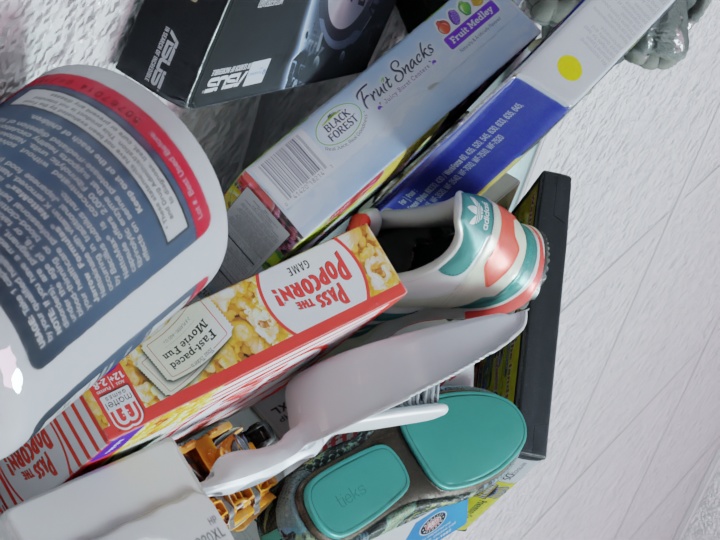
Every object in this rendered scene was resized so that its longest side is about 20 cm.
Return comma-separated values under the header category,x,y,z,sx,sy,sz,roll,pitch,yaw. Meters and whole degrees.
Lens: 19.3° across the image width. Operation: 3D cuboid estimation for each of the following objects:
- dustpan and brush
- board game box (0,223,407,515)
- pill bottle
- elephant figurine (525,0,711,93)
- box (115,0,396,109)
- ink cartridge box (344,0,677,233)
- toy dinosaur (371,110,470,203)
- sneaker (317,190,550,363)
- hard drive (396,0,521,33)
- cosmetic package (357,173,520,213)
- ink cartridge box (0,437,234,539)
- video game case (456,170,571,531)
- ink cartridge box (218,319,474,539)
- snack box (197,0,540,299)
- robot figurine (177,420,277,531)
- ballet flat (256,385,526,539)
category,x,y,z,sx,sy,sz,roll,pitch,yaw
dustpan and brush,-0.013,0.078,1.134,0.200,0.057,0.140,-9,166,-36
board game box,-0.092,0.056,1.100,0.200,0.046,0.151,-26,172,-37
pill bottle,-0.159,0.010,0.881,0.200,0.120,0.120,-43,157,-39
elephant figurine,0.169,-0.188,1.457,0.200,0.155,0.142,47,33,-82
box,-0.026,-0.168,1.056,0.200,0.044,0.160,-21,140,-63
ink cartridge box,0.092,-0.092,1.190,0.200,0.047,0.198,-47,-178,-27
toy dinosaur,0.049,-0.084,1.350,0.200,0.048,0.088,-17,174,-39
sneaker,0.000,0.000,1.189,0.093,0.200,0.070,38,43,-47
hard drive,0.070,-0.206,1.263,0.140,0.038,0.200,-56,162,-6
cosmetic package,0.030,0.016,1.473,0.105,0.071,0.200,-36,153,-50
ink cartridge box,-0.160,0.202,1.041,0.200,0.145,0.147,-35,173,29
video game case,0.097,0.059,1.439,0.181,0.025,0.200,122,-22,-64
ink cartridge box,-0.008,0.111,1.340,0.145,0.084,0.200,-29,144,-23
snack box,-0.004,-0.067,1.175,0.200,0.053,0.142,-41,180,-28
robot figurine,-0.129,0.149,1.183,0.200,0.058,0.145,-33,176,30
ballet flat,0.014,0.119,1.245,0.200,0.074,0.074,-16,137,-45
